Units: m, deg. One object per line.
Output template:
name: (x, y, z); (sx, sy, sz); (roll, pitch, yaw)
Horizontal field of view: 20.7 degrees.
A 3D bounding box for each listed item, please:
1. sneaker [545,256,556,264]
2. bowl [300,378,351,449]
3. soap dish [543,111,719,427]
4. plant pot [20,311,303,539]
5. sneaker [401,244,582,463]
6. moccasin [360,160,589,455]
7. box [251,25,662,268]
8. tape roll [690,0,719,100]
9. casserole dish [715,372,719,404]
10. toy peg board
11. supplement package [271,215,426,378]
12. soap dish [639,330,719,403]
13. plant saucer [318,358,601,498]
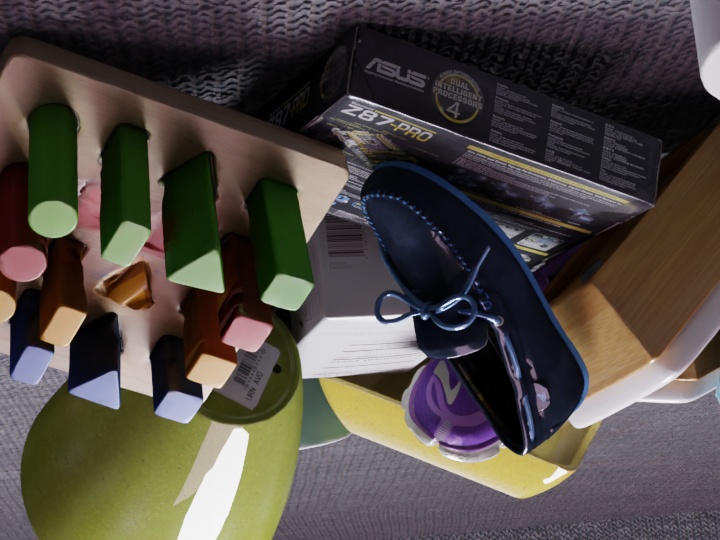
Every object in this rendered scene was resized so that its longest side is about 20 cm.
sneaker: (0.230, -0.017, 1.416); (0.199, 0.076, 0.070); (-6, 165, 5)
bowl: (-0.106, 0.075, 1.524); (0.200, 0.105, 0.201); (-1, -175, 0)
soap dish: (0.186, -0.004, 1.234); (0.200, 0.081, 0.157); (-48, -177, -27)
plant pot: (-0.112, 0.101, 1.303); (0.186, 0.188, 0.200); (1, 151, -23)
sneaker: (0.099, 0.044, 1.314); (0.080, 0.200, 0.084); (33, 144, 16)
moccasin: (0.064, 0.026, 1.121); (0.200, 0.068, 0.080); (49, 152, -23)
box: (0.047, -0.062, 1.144); (0.199, 0.049, 0.161); (18, 159, -21)
tape roll: (0.261, -0.141, 0.969); (0.202, 0.071, 0.202); (-6, 165, -1)
casserole dish: (0.293, 0.033, 1.438); (0.039, 0.122, 0.200); (14, -153, 14)
toy peg board: (-0.133, 0.006, 1.073); (0.199, 0.098, 0.199); (19, 125, -23)
supplement package: (0.000, 0.000, 1.320); (0.109, 0.114, 0.200); (-2, 165, -15)
soap dish: (0.208, 0.046, 1.513); (0.157, 0.082, 0.200); (3, -173, 25)
plant saucer: (0.077, 0.105, 1.485); (0.199, 0.049, 0.200); (20, -164, 11)
